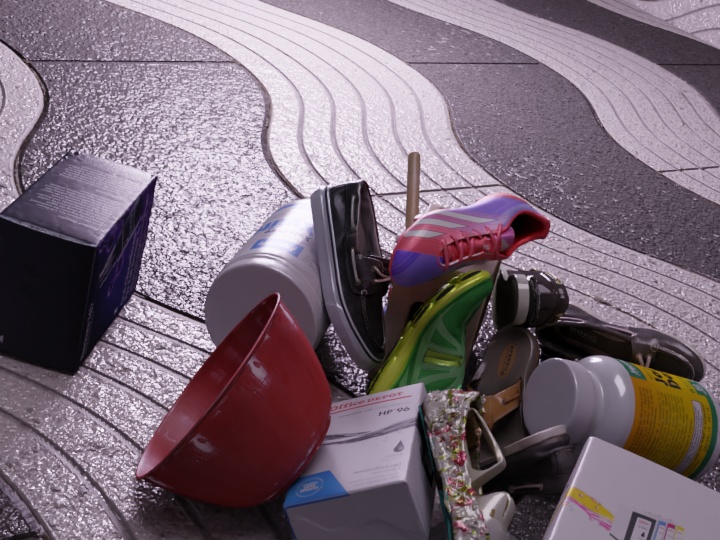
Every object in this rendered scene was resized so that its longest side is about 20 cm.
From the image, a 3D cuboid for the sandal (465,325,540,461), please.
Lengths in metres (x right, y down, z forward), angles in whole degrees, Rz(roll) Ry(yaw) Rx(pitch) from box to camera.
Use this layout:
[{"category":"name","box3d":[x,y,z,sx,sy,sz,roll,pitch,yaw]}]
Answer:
[{"category":"sandal","box3d":[0.141,0.130,1.261,0.080,0.055,0.202,2,50,25]}]

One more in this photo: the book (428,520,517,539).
[{"category":"book","box3d":[0.116,0.294,1.021,0.132,0.049,0.200,-13,41,-40]}]

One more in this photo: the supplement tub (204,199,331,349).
[{"category":"supplement tub","box3d":[-0.079,0.014,1.348,0.130,0.134,0.200,19,25,7]}]

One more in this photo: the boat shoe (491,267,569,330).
[{"category":"boat shoe","box3d":[0.188,0.034,1.390,0.059,0.073,0.201,1,1,-3]}]

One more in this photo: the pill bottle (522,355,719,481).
[{"category":"pill bottle","box3d":[0.266,0.150,1.255,0.197,0.114,0.113,16,23,-30]}]

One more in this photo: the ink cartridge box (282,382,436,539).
[{"category":"ink cartridge box","box3d":[0.009,0.170,1.113,0.114,0.069,0.201,-14,22,15]}]

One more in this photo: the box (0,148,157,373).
[{"category":"box","box3d":[-0.297,-0.015,1.264,0.103,0.150,0.201,17,27,1]}]

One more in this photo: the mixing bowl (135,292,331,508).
[{"category":"mixing bowl","box3d":[-0.096,0.132,1.079,0.108,0.200,0.201,39,25,-9]}]

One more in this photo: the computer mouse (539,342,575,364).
[{"category":"computer mouse","box3d":[0.191,0.129,1.380,0.108,0.044,0.200,24,22,6]}]

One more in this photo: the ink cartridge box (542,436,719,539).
[{"category":"ink cartridge box","box3d":[0.194,0.259,0.931,0.143,0.149,0.200,24,32,12]}]

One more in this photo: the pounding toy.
[{"category":"pounding toy","box3d":[0.079,0.005,1.374,0.140,0.203,0.184,18,26,7]}]

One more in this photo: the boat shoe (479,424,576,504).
[{"category":"boat shoe","box3d":[0.134,0.194,1.108,0.066,0.200,0.058,-11,73,-25]}]

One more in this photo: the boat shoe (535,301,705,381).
[{"category":"boat shoe","box3d":[0.286,0.093,1.379,0.198,0.068,0.057,22,36,37]}]

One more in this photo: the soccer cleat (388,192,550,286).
[{"category":"soccer cleat","box3d":[0.111,-0.030,1.248,0.076,0.068,0.198,23,33,39]}]

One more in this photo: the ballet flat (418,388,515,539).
[{"category":"ballet flat","box3d":[0.095,0.182,1.034,0.063,0.076,0.202,-18,54,10]}]

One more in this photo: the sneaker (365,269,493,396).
[{"category":"sneaker","box3d":[0.077,0.087,1.247,0.083,0.201,0.074,34,6,-5]}]

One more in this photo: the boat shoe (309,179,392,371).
[{"category":"boat shoe","box3d":[0.000,0.000,1.278,0.070,0.203,0.072,-19,-10,22]}]
